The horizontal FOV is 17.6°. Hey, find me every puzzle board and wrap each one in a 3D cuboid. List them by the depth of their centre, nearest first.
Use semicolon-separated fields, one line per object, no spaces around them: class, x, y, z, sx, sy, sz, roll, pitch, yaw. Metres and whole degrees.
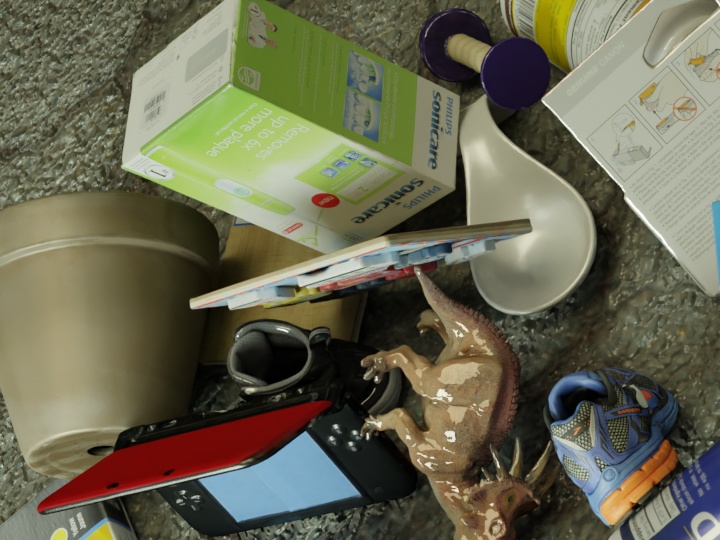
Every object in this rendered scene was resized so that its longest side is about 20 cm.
puzzle board;0.000;0.000;1.616;0.199;0.150;0.018;-18;83;43
puzzle board;-0.043;-0.022;1.801;0.150;0.017;0.201;-5;62;38

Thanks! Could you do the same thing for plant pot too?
plant pot;-0.199;0.059;1.766;0.199;0.200;0.175;-20;64;29

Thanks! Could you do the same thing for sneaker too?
sneaker;0.156;0.092;1.483;0.075;0.079;0.200;-40;7;8
sneaker;-0.077;0.095;1.690;0.199;0.114;0.076;-29;50;23

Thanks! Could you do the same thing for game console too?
game console;-0.089;0.155;1.610;0.199;0.173;0.119;-15;41;32

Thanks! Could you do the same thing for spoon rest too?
spoon rest;0.109;-0.053;1.665;0.099;0.061;0.201;-34;48;19

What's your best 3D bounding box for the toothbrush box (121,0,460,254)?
toothbrush box;-0.049;-0.101;1.676;0.145;0.199;0.087;-30;48;45

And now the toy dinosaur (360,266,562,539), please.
toy dinosaur;0.077;0.097;1.556;0.135;0.086;0.202;14;107;40

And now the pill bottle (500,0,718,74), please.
pill bottle;0.194;-0.170;1.630;0.109;0.109;0.200;-52;46;2

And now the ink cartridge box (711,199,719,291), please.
ink cartridge box;0.331;-0.020;1.427;0.199;0.116;0.068;-19;55;30

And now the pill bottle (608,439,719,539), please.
pill bottle;0.216;0.182;1.400;0.200;0.120;0.120;-43;46;12

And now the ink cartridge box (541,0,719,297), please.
ink cartridge box;0.249;-0.113;1.524;0.200;0.045;0.176;-41;91;11

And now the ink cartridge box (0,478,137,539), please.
ink cartridge box;-0.244;0.274;1.771;0.200;0.047;0.198;-40;48;11

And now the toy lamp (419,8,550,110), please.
toy lamp;0.084;-0.159;1.702;0.058;0.058;0.200;-53;18;0
